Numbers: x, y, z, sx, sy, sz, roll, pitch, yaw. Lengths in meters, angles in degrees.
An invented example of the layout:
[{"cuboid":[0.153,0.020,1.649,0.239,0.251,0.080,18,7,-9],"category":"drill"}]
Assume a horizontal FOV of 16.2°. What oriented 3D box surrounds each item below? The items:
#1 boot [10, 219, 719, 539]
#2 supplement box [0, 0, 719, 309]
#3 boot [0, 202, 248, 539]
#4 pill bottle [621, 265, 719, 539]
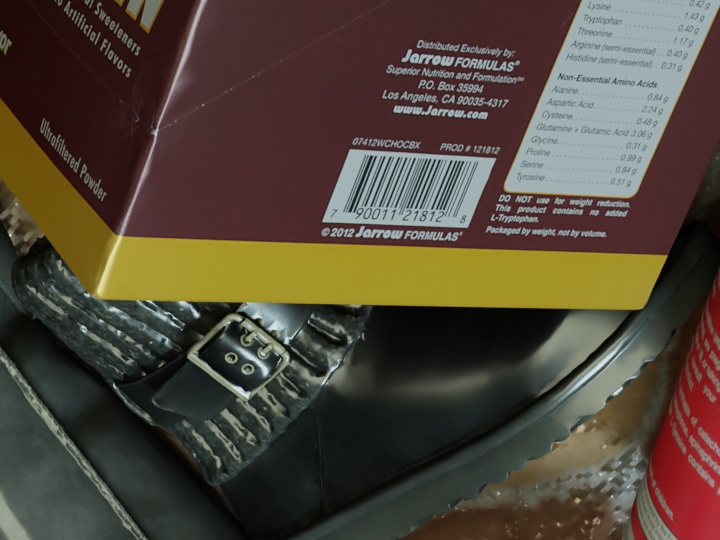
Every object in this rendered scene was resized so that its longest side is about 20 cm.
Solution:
[{"cuboid":[-0.001,0.001,0.842,0.211,0.079,0.158,-34,100,19],"category":"boot"},{"cuboid":[0.009,-0.109,0.702,0.133,0.197,0.201,48,125,43],"category":"supplement box"},{"cuboid":[-0.131,0.078,0.860,0.072,0.182,0.201,-25,96,46],"category":"boot"},{"cuboid":[0.158,0.033,0.784,0.112,0.112,0.201,20,119,8],"category":"pill bottle"}]
